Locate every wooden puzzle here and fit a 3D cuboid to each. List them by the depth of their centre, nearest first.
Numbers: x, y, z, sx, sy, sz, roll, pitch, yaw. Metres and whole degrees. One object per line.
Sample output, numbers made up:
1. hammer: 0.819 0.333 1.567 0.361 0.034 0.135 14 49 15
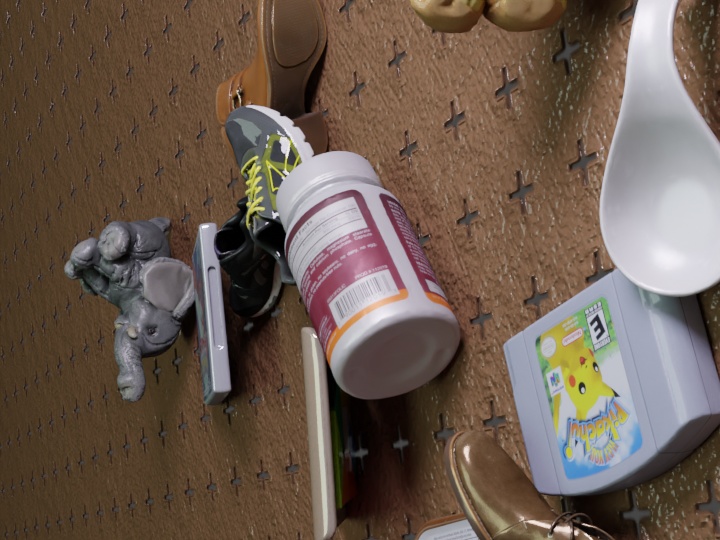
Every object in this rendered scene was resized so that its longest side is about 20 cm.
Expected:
1. wooden puzzle: -0.026 0.146 1.302 0.200 0.037 0.187 64 -158 -86

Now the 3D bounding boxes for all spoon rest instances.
1. spoon rest: 0.191 -0.085 0.875 0.099 0.060 0.202 -2 88 39

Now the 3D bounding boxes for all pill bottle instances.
1. pill bottle: 0.000 0.000 1.215 0.201 0.113 0.115 66 146 37

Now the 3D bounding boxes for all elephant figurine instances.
1. elephant figurine: -0.263 0.044 1.743 0.201 0.155 0.142 54 -179 10

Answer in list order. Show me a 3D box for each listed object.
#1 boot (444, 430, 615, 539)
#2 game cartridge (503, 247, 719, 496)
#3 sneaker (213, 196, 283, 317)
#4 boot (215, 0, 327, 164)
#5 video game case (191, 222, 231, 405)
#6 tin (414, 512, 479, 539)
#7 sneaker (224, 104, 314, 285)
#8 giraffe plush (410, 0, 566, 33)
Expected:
1. boot: 0.136 0.183 0.980 0.200 0.073 0.076 53 130 16
2. game cartridge: 0.168 0.082 0.973 0.200 0.040 0.134 -43 58 57
3. sneaker: -0.121 -0.021 1.483 0.200 0.087 0.076 -59 42 48
4. boot: -0.101 -0.199 1.439 0.154 0.073 0.202 3 97 58
5. video game case: -0.170 0.055 1.596 0.200 0.023 0.184 133 132 -77
6. tin: 0.097 0.244 1.123 0.200 0.042 0.113 146 123 -59
7. sneaker: -0.078 -0.073 1.345 0.201 0.084 0.075 55 142 16
8. giraffe plush: 0.092 -0.280 0.999 0.162 0.171 0.202 -102 9 -68
